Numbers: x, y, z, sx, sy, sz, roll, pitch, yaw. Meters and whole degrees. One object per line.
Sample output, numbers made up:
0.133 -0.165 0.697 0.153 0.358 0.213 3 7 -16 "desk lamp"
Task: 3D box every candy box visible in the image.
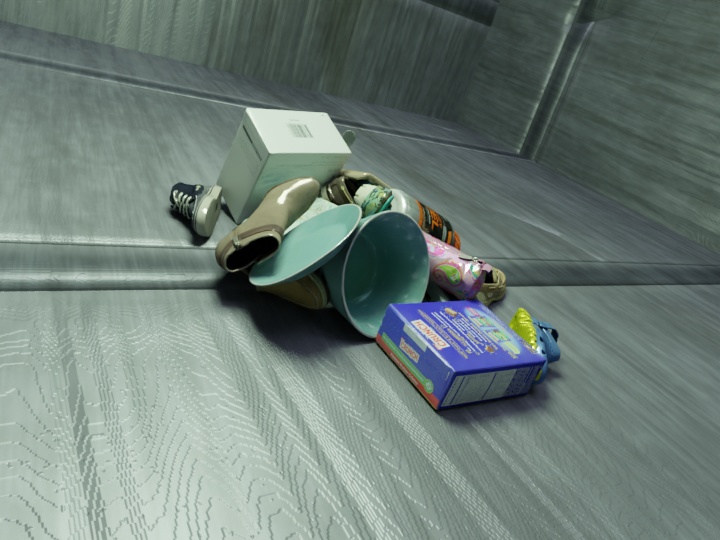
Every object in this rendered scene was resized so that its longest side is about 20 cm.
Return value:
0.152 0.121 0.860 0.198 0.078 0.169 2 29 -35 "candy box"

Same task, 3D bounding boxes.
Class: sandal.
0.304 0.131 0.956 0.086 0.080 0.200 24 25 3 "sandal"

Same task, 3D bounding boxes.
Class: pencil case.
0.130 -0.022 0.989 0.199 0.088 0.087 31 26 18 "pencil case"

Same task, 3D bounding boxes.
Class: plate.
-0.079 -0.033 0.843 0.026 0.199 0.201 57 11 -24 "plate"

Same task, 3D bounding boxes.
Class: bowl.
0.012 -0.001 0.915 0.199 0.204 0.104 -5 13 -42 "bowl"

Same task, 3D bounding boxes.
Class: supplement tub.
0.112 -0.076 1.161 0.199 0.123 0.123 24 15 -40 "supplement tub"

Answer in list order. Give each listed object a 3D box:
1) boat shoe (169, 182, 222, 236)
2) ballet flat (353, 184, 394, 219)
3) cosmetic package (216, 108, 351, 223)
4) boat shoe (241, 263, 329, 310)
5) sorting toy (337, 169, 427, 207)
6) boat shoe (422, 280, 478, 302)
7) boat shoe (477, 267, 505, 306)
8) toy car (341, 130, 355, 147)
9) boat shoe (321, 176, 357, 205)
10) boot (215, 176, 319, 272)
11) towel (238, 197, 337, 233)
-0.320 -0.118 1.058 0.091 0.076 0.200 7 17 -9 "boat shoe"
0.019 -0.117 0.987 0.073 0.075 0.200 19 -4 3 "ballet flat"
-0.160 -0.210 1.151 0.198 0.200 0.124 -10 61 -40 "cosmetic package"
-0.138 0.016 0.908 0.199 0.072 0.076 27 39 36 "boat shoe"
0.026 -0.171 1.233 0.199 0.037 0.184 23 -1 -36 "sorting toy"
0.152 0.039 1.056 0.090 0.071 0.201 7 33 -25 "boat shoe"
0.269 0.024 1.170 0.071 0.065 0.200 26 25 18 "boat shoe"
-0.089 -0.253 1.340 0.162 0.202 0.158 19 23 3 "toy car"
0.003 -0.118 1.185 0.200 0.059 0.072 44 36 -27 "boat shoe"
-0.140 -0.068 0.880 0.070 0.199 0.146 53 3 -23 "boot"
-0.104 -0.072 1.048 0.199 0.049 0.171 -28 43 -33 "towel"
